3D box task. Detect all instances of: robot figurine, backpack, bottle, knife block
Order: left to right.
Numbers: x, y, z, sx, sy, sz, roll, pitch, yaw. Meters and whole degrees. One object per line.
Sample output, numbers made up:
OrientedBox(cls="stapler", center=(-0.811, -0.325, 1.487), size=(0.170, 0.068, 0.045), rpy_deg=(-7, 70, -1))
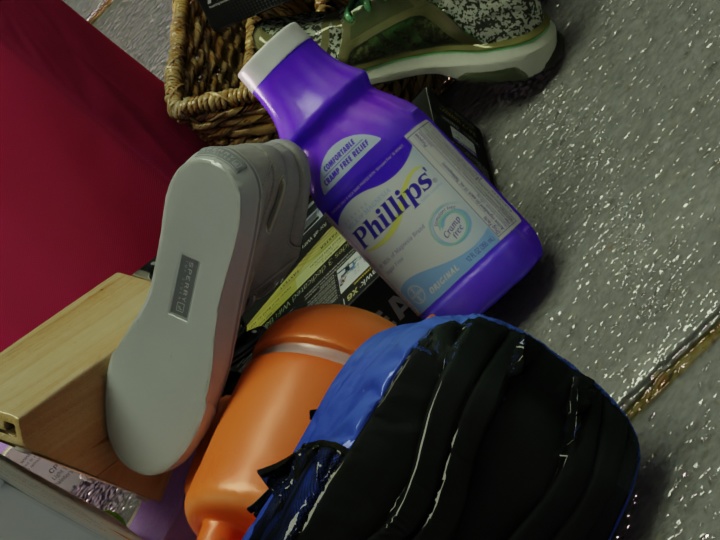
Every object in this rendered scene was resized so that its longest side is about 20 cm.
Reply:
OrientedBox(cls="knife block", center=(-0.137, 0.039, 1.706), size=(0.064, 0.200, 0.176), rpy_deg=(14, 81, 36))
OrientedBox(cls="robot figurine", center=(-0.024, 0.104, 1.624), size=(0.200, 0.117, 0.144), rpy_deg=(-67, 9, -27))
OrientedBox(cls="bottle", center=(0.013, -0.056, 1.671), size=(0.084, 0.200, 0.065), rpy_deg=(-43, -1, 21))
OrientedBox(cls="backpack", center=(0.026, 0.121, 1.438), size=(0.200, 0.162, 0.168), rpy_deg=(-60, 20, -15))

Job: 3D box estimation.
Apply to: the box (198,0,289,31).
OrientedBox(cls="box", center=(0.002, -0.231, 1.893), size=(0.160, 0.044, 0.200), rpy_deg=(-19, 12, 38))

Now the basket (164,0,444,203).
OrientedBox(cls="basket", center=(-0.034, -0.157, 1.978), size=(0.143, 0.149, 0.200), rpy_deg=(-41, 24, 26))

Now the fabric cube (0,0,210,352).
OrientedBox(cls="fabric cube", center=(-0.228, -0.060, 1.916), size=(0.196, 0.199, 0.200), rpy_deg=(-48, 18, 13))

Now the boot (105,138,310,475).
OrientedBox(cls="boot", center=(-0.078, 0.020, 1.648), size=(0.096, 0.074, 0.200), rpy_deg=(-16, -50, -56))

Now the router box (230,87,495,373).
OrientedBox(cls="router box", center=(0.000, 0.000, 1.807), size=(0.200, 0.052, 0.157), rpy_deg=(-44, 24, 19))

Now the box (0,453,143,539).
OrientedBox(cls="box", center=(-0.199, 0.167, 1.607), size=(0.106, 0.152, 0.200), rpy_deg=(-59, 20, -4))

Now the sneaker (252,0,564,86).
OrientedBox(cls="sneaker", center=(0.028, -0.171, 1.841), size=(0.200, 0.089, 0.077), rpy_deg=(-2, 30, 11))

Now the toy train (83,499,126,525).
OrientedBox(cls="toy train", center=(-0.194, 0.166, 1.915), size=(0.116, 0.085, 0.200), rpy_deg=(5, 59, 52))

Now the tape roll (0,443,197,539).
OrientedBox(cls="tape roll", center=(-0.172, 0.158, 1.806), size=(0.200, 0.066, 0.200), rpy_deg=(-20, 45, 22))
